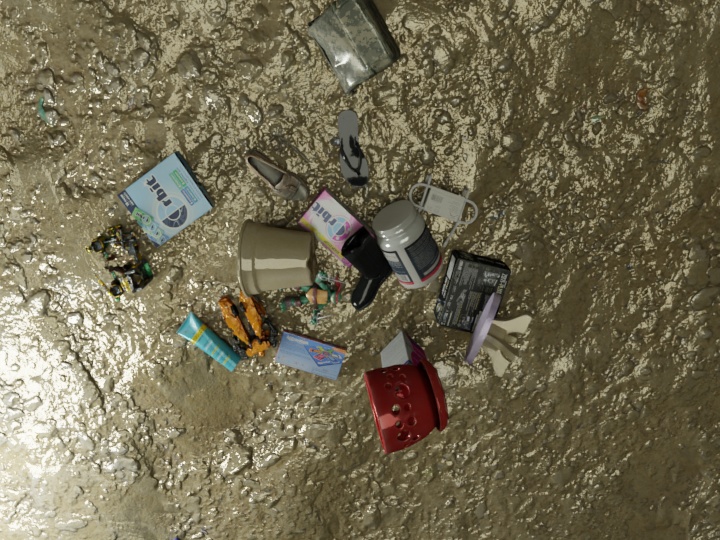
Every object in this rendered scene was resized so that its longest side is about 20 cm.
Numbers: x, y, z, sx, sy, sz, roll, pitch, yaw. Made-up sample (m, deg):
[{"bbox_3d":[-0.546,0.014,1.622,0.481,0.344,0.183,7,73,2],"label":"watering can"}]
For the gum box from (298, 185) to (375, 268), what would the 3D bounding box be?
[{"bbox_3d":[-0.060,-0.115,1.537,0.199,0.066,0.114,41,101,-13],"label":"gum box"}]

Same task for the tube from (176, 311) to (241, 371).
[{"bbox_3d":[-0.437,0.212,1.645,0.199,0.050,0.078,40,95,-7],"label":"tube"}]

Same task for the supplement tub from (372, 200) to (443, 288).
[{"bbox_3d":[0.126,-0.067,1.499,0.138,0.142,0.202,-28,122,7],"label":"supplement tub"}]

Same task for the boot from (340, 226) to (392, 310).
[{"bbox_3d":[0.000,-0.001,1.505,0.065,0.200,0.167,30,79,30],"label":"boot"}]

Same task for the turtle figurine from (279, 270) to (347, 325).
[{"bbox_3d":[-0.126,0.073,1.579,0.193,0.101,0.155,4,95,13],"label":"turtle figurine"}]

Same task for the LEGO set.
[{"bbox_3d":[-0.658,-0.011,1.527,0.149,0.116,0.206,-8,107,1],"label":"LEGO set"}]

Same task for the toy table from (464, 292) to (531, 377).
[{"bbox_3d":[0.366,0.176,1.504,0.114,0.184,0.204,24,119,6],"label":"toy table"}]

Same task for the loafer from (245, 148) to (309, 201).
[{"bbox_3d":[-0.223,-0.244,1.495,0.197,0.063,0.073,35,103,-11],"label":"loafer"}]

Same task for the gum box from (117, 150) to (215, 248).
[{"bbox_3d":[-0.519,-0.189,1.514,0.197,0.045,0.172,-33,106,8],"label":"gum box"}]

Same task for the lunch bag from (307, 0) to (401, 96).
[{"bbox_3d":[-0.019,-0.554,1.366,0.165,0.140,0.203,-28,104,25],"label":"lunch bag"}]

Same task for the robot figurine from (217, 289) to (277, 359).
[{"bbox_3d":[-0.320,0.155,1.620,0.141,0.058,0.205,-22,106,6],"label":"robot figurine"}]

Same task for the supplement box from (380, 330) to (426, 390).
[{"bbox_3d":[0.127,0.274,1.595,0.101,0.201,0.104,41,102,-14],"label":"supplement box"}]

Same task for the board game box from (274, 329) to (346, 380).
[{"bbox_3d":[-0.149,0.252,1.675,0.194,0.020,0.106,18,107,-7],"label":"board game box"}]

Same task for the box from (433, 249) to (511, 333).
[{"bbox_3d":[0.313,0.064,1.593,0.159,0.086,0.206,12,107,-6],"label":"box"}]

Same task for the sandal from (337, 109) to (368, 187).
[{"bbox_3d":[-0.026,-0.316,1.488,0.074,0.043,0.206,-12,107,2],"label":"sandal"}]

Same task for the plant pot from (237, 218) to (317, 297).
[{"bbox_3d":[-0.208,-0.032,1.481,0.177,0.201,0.207,0,108,4],"label":"plant pot"}]

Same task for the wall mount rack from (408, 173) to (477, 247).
[{"bbox_3d":[0.211,-0.158,1.532,0.195,0.075,0.178,19,103,-6],"label":"wall mount rack"}]

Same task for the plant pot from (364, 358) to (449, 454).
[{"bbox_3d":[0.116,0.332,1.408,0.177,0.201,0.206,-14,108,-6],"label":"plant pot"}]
